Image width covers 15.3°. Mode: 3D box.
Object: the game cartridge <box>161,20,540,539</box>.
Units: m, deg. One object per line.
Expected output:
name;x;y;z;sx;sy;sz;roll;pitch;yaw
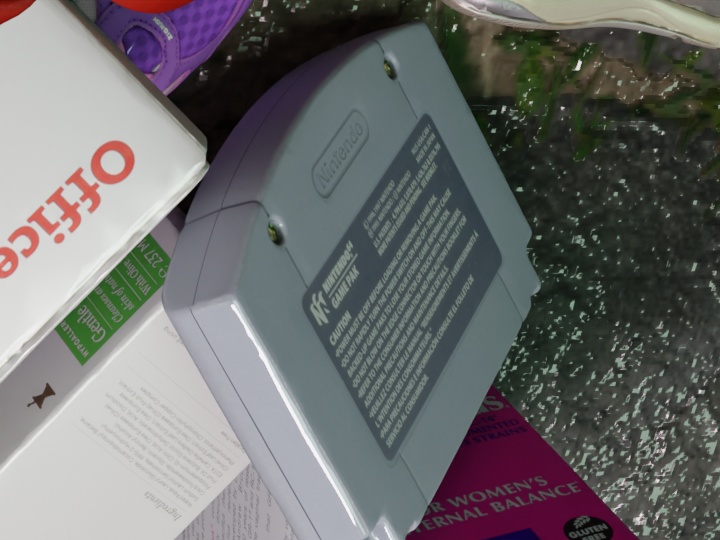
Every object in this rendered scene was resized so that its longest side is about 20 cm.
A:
game cartridge;0.000;0.000;0.929;0.041;0.200;0.133;-21;111;31

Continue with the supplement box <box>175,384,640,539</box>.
supplement box;0.013;0.103;0.987;0.101;0.200;0.104;-13;122;-24

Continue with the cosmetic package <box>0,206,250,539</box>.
cosmetic package;-0.121;0.064;0.947;0.200;0.108;0.085;-45;130;0

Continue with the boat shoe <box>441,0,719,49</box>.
boat shoe;0.113;-0.127;0.985;0.200;0.074;0.073;-1;119;-31

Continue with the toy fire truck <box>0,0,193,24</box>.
toy fire truck;-0.074;-0.162;0.732;0.200;0.112;0.168;-15;85;-52

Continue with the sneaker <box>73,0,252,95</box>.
sneaker;-0.107;-0.048;0.899;0.200;0.088;0.081;-39;129;-5

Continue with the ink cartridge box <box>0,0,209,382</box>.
ink cartridge box;-0.163;-0.056;0.806;0.146;0.084;0.200;-44;99;1
